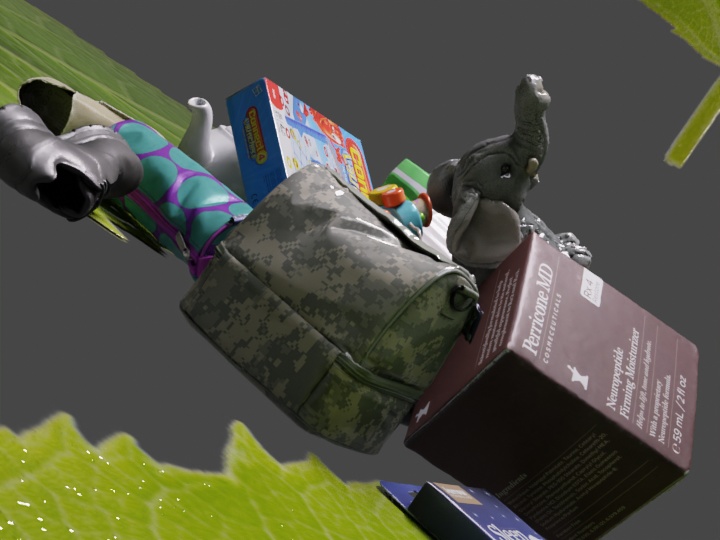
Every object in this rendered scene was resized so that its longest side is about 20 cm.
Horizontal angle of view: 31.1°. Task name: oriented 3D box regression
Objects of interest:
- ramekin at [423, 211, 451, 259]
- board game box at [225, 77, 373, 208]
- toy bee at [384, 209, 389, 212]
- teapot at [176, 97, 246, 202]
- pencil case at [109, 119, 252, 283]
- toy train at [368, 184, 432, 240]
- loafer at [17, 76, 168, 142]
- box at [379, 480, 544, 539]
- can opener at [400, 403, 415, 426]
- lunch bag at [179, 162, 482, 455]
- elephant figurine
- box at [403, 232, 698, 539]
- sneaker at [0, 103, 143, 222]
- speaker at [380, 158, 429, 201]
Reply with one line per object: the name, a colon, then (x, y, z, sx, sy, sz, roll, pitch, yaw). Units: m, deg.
ramekin: (0.092, 0.018, 1.550, 0.094, 0.203, 0.202, 38, 7, 27)
board game box: (-0.050, -0.079, 1.392, 0.195, 0.055, 0.202, 26, 44, -55)
toy bee: (0.000, 0.000, 1.209, 0.197, 0.110, 0.131, -2, -16, 25)
teapot: (-0.130, -0.097, 1.481, 0.196, 0.147, 0.200, 35, 5, -4)
pencil case: (-0.178, -0.063, 1.236, 0.199, 0.086, 0.092, 38, 31, 31)
toy train: (0.051, 0.000, 1.279, 0.151, 0.055, 0.201, 58, -23, 24)
loafer: (-0.284, -0.142, 1.350, 0.198, 0.076, 0.068, 27, 5, 17)
box: (0.111, 0.212, 0.966, 0.199, 0.033, 0.121, 38, 7, 28)
can opener: (0.002, 0.083, 1.203, 0.199, 0.064, 0.079, 31, 8, -39)
lunch bag: (-0.018, 0.026, 1.036, 0.200, 0.169, 0.139, 39, 8, 34)
elephant figurine: (0.126, -0.062, 1.243, 0.141, 0.155, 0.201, 5, -44, 50)
box: (0.175, 0.114, 1.170, 0.199, 0.164, 0.167, 34, 41, -11)
sneaker: (-0.247, -0.079, 1.114, 0.091, 0.076, 0.199, 45, 17, 20)
speaker: (0.029, -0.034, 1.593, 0.088, 0.201, 0.088, 34, 6, -4)
